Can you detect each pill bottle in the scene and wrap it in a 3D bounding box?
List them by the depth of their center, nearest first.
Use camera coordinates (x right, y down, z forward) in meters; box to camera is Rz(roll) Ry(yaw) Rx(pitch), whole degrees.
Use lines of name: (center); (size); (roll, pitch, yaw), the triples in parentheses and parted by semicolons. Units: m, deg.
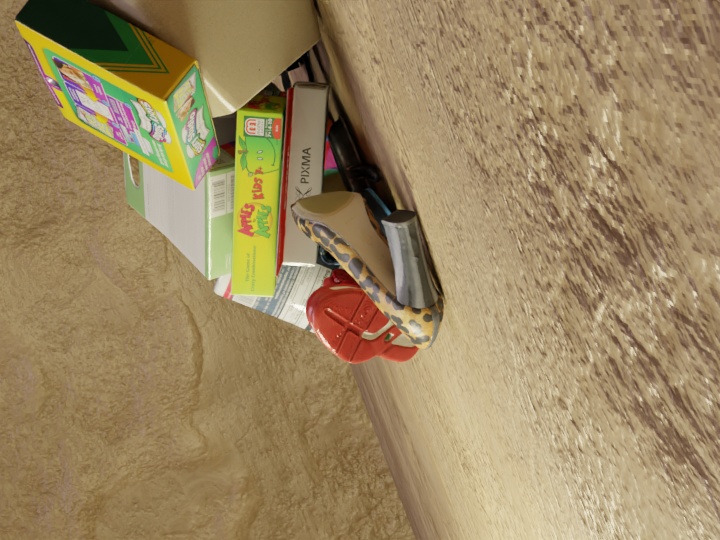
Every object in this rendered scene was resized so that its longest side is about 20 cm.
pill bottle: (-0.068, 0.009, 1.433); (0.120, 0.200, 0.120); (-158, 90, -83)

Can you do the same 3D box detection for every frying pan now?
frying pan: (-0.001, -0.099, 1.298); (0.190, 0.031, 0.115); (-113, 3, -55)

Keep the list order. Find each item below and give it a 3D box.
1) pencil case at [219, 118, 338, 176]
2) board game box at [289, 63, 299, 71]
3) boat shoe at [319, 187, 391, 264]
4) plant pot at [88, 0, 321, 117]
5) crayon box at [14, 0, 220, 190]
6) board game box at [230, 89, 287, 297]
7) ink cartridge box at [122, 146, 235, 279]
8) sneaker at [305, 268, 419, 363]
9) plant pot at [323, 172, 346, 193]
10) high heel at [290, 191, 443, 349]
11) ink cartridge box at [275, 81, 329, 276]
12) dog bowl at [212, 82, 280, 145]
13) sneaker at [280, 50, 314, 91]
pencil case: (-0.120, -0.130, 1.426); (0.088, 0.200, 0.089); (44, 144, 44)
board game box: (-0.128, -0.308, 1.468); (0.200, 0.028, 0.136); (-64, -45, -74)
boat shoe: (-0.003, -0.031, 1.267); (0.084, 0.069, 0.200); (56, 168, 8)
plant pot: (-0.161, -0.265, 1.200); (0.177, 0.200, 0.200); (55, 156, -21)
crayon box: (-0.235, -0.180, 1.169); (0.172, 0.058, 0.200); (29, 163, 10)
board game box: (-0.107, -0.084, 1.251); (0.102, 0.047, 0.201); (-89, 3, -69)
ink cartridge box: (-0.210, -0.100, 1.359); (0.200, 0.048, 0.146); (40, 138, 40)
sneaker: (-0.022, 0.042, 1.238); (0.115, 0.079, 0.200); (30, -179, 34)
plant pot: (-0.076, -0.065, 1.582); (0.200, 0.142, 0.201); (159, 90, -85)
high heel: (0.000, 0.000, 1.153); (0.200, 0.071, 0.143); (17, 128, 51)
ink cartridge box: (-0.061, -0.103, 1.272); (0.174, 0.043, 0.201); (-98, 12, -79)
dog bowl: (-0.178, -0.161, 1.486); (0.059, 0.200, 0.201); (-6, 107, 63)
sneaker: (-0.105, -0.306, 1.343); (0.104, 0.060, 0.200); (104, 142, -75)
